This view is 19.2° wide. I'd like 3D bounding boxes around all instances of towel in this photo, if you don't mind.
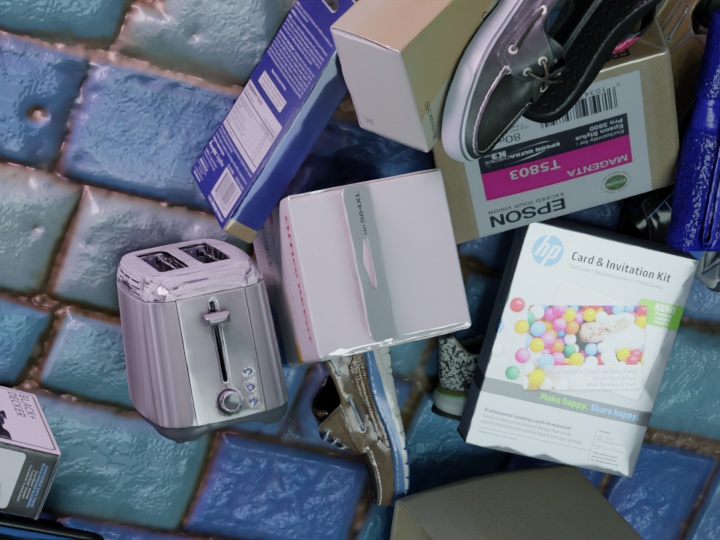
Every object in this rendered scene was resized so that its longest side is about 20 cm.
[{"bbox_3d":[0.321,-0.109,1.740,0.147,0.049,0.201,-1,106,-46],"label":"towel"}]

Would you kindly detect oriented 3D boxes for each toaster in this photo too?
[{"bbox_3d":[-0.131,0.051,1.693,0.113,0.200,0.130,-10,101,-15],"label":"toaster"}]

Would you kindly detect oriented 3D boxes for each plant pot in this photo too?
[{"bbox_3d":[0.150,0.288,1.880,0.177,0.200,0.200,-26,144,-27],"label":"plant pot"}]

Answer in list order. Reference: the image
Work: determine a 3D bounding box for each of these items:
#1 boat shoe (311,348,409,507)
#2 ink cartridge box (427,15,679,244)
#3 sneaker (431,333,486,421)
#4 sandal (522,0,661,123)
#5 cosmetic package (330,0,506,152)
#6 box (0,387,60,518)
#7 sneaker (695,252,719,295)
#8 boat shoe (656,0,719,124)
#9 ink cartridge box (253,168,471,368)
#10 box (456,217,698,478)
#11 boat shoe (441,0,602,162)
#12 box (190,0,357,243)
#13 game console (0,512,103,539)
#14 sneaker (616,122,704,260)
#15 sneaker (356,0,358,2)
[{"bbox_3d":[-0.005,0.116,1.829,0.072,0.072,0.201,-13,109,-7],"label":"boat shoe"},{"bbox_3d":[0.149,-0.119,1.702,0.199,0.075,0.165,-16,141,1],"label":"ink cartridge box"},{"bbox_3d":[0.153,0.069,1.857,0.199,0.077,0.089,-14,111,-14],"label":"sneaker"},{"bbox_3d":[0.185,-0.194,1.619,0.200,0.075,0.045,-51,152,0],"label":"sandal"},{"bbox_3d":[0.075,-0.194,1.598,0.200,0.071,0.105,-47,140,-25],"label":"cosmetic package"},{"bbox_3d":[-0.346,0.124,1.676,0.199,0.117,0.060,17,105,-24],"label":"box"},{"bbox_3d":[0.389,-0.047,1.876,0.129,0.079,0.200,32,91,-41],"label":"sneaker"},{"bbox_3d":[0.276,-0.193,1.758,0.071,0.076,0.201,6,116,-25],"label":"boat shoe"},{"bbox_3d":[0.000,0.000,1.670,0.125,0.200,0.129,-12,89,-13],"label":"ink cartridge box"},{"bbox_3d":[0.183,0.064,1.805,0.155,0.041,0.201,13,102,-13],"label":"box"},{"bbox_3d":[0.126,-0.166,1.568,0.201,0.056,0.069,-61,145,-8],"label":"boat shoe"},{"bbox_3d":[-0.058,-0.131,1.650,0.032,0.121,0.200,25,106,-26],"label":"box"},{"bbox_3d":[-0.336,0.245,1.747,0.199,0.116,0.176,14,111,-24],"label":"game console"},{"bbox_3d":[0.273,-0.073,1.823,0.078,0.070,0.201,11,112,-29],"label":"sneaker"},{"bbox_3d":[0.023,-0.230,1.658,0.090,0.070,0.201,-21,123,-11],"label":"sneaker"}]
